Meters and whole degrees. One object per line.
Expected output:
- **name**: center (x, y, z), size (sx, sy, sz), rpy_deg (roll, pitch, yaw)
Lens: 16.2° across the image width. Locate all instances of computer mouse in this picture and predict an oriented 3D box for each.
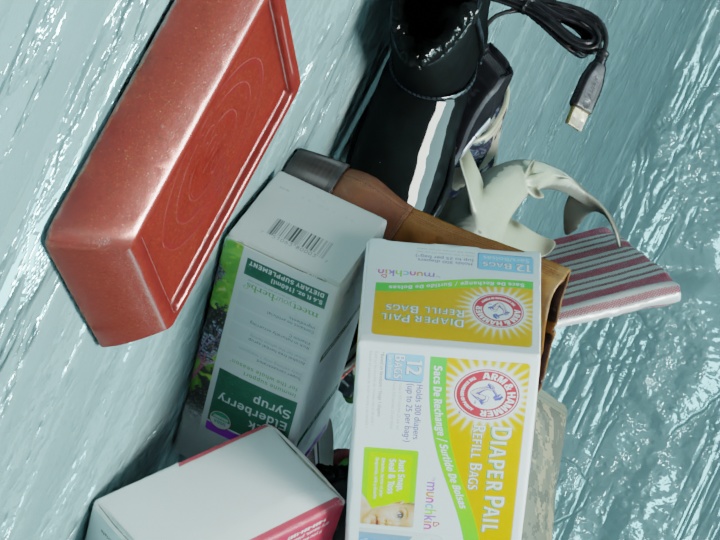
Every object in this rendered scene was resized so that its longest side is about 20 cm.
- **computer mouse**: center (0.088, -0.116, 1.779), size (0.200, 0.140, 0.046), rpy_deg (-62, 172, -16)

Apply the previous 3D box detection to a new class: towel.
- **towel**: center (0.145, 0.015, 1.886), size (0.200, 0.146, 0.030), rpy_deg (-128, -156, -73)

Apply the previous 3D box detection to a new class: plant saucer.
- **plant saucer**: center (-0.085, -0.064, 1.297), size (0.200, 0.037, 0.200), rpy_deg (-63, 170, -14)

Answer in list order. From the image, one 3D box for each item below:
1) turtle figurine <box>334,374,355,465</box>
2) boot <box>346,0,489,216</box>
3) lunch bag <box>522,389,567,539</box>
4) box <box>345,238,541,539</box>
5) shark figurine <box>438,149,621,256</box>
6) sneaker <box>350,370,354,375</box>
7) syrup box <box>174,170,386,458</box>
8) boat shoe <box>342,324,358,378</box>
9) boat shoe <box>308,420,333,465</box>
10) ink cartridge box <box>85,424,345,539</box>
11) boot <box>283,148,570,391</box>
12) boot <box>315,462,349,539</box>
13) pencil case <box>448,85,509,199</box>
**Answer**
- **turtle figurine**: center (-0.034, 0.153, 1.992), size (0.194, 0.200, 0.144), rpy_deg (145, -54, -62)
- **boot**: center (0.041, -0.126, 1.660), size (0.162, 0.073, 0.199), rpy_deg (90, 20, -75)
- **lunch bag**: center (0.055, 0.147, 1.827), size (0.200, 0.117, 0.164), rpy_deg (35, 56, -51)
- **box**: center (0.050, 0.091, 1.549), size (0.101, 0.112, 0.200), rpy_deg (-84, 177, -52)
- **shark figurine**: center (0.099, -0.046, 1.868), size (0.214, 0.089, 0.128), rpy_deg (-29, 102, -49)
- **sneaker**: center (0.045, 0.045, 2.136), size (0.076, 0.077, 0.200), rpy_deg (-58, 170, -42)
- **syrup box**: center (-0.053, 0.044, 1.606), size (0.081, 0.079, 0.200), rpy_deg (-55, 166, -48)
- **boat shoe**: center (0.002, 0.002, 1.788), size (0.202, 0.074, 0.063), rpy_deg (-58, -173, -18)
- **boat shoe**: center (-0.054, 0.172, 1.757), size (0.072, 0.068, 0.200), rpy_deg (-26, -128, 34)
- **ink cartridge box**: center (-0.106, 0.212, 1.593), size (0.147, 0.086, 0.200), rpy_deg (-24, 143, -38)
- **boot**: center (0.033, 0.023, 1.650), size (0.069, 0.200, 0.188), rpy_deg (-55, 166, -47)
- **boot**: center (0.037, 0.208, 1.691), size (0.073, 0.198, 0.163), rpy_deg (164, -75, -71)
- **pencil case**: center (0.063, -0.078, 1.923), size (0.089, 0.078, 0.200), rpy_deg (-47, 163, -26)
